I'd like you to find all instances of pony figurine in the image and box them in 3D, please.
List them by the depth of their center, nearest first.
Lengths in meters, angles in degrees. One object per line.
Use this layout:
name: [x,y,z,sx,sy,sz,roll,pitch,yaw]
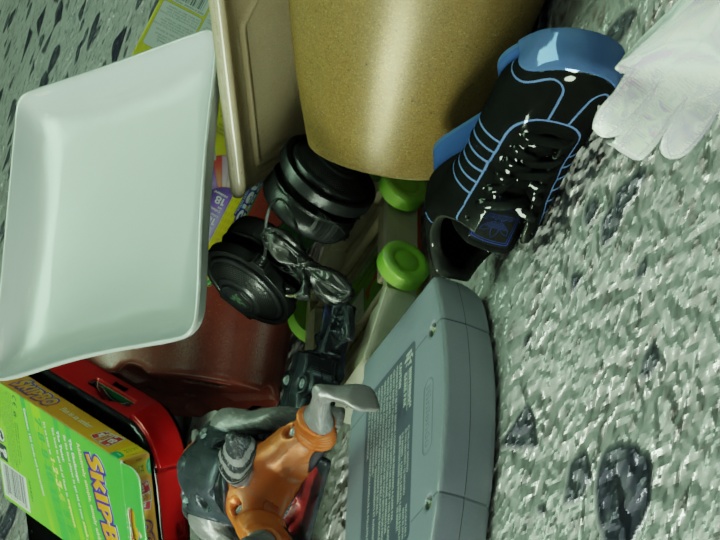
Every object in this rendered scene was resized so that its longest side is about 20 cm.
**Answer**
pony figurine: [0.202,-0.096,0.870,0.194,0.166,0.200,-53,9,27]

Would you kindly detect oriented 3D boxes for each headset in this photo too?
headset: [-0.034,-0.016,1.439,0.124,0.094,0.200,-54,-2,4]

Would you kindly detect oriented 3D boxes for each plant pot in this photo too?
plant pot: [0.030,-0.163,1.394,0.187,0.185,0.202,-123,42,-68]
plant pot: [-0.123,-0.005,1.659,0.201,0.199,0.197,151,127,-64]

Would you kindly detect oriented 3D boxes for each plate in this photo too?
plate: [-0.156,-0.036,1.481,0.199,0.032,0.202,-14,66,42]

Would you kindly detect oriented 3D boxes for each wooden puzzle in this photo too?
wooden puzzle: [-0.034,-0.167,1.480,0.037,0.200,0.187,17,126,34]

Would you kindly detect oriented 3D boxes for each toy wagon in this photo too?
toy wagon: [0.000,0.000,1.510,0.201,0.039,0.155,-88,24,-43]

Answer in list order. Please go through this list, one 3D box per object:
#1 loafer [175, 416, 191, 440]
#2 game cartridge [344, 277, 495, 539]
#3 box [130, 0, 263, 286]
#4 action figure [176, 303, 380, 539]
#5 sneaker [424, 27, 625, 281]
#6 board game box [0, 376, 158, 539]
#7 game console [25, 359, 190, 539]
loafer: [-0.171,0.184,1.826,0.071,0.063,0.202,10,81,29]
game cartridge: [0.033,0.110,1.313,0.133,0.041,0.201,-48,29,44]
box: [-0.118,-0.081,1.554,0.201,0.117,0.048,-61,-19,0]
action figure: [-0.057,0.098,1.385,0.193,0.104,0.202,163,122,-67]
sneaker: [0.088,-0.059,1.270,0.200,0.069,0.079,129,149,-62]
board game box: [-0.188,0.140,1.548,0.200,0.030,0.096,27,127,52]
game console: [-0.176,0.152,1.591,0.199,0.031,0.178,25,126,49]
